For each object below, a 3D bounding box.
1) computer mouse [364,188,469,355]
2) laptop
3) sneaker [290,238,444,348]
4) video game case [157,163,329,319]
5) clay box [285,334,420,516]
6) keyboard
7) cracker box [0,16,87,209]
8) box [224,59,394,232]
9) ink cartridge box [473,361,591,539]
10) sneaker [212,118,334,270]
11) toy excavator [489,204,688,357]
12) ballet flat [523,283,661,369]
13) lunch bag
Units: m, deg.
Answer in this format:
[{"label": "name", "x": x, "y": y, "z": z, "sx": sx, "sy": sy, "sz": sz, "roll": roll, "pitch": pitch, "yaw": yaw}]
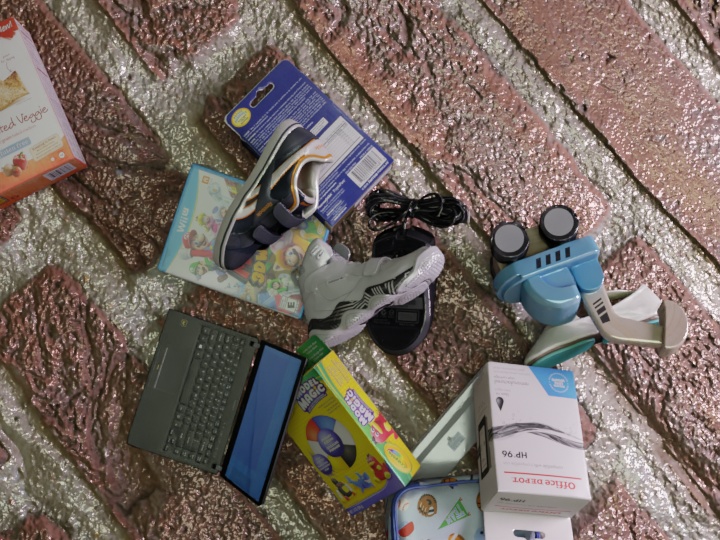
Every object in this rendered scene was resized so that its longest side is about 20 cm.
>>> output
[{"label": "computer mouse", "x": 0.062, "y": 0.005, "z": 1.011, "sx": 0.135, "sy": 0.053, "sz": 0.206, "roll": 7, "pitch": 85, "yaw": 22}, {"label": "laptop", "x": -0.179, "y": 0.161, "z": 0.977, "sx": 0.195, "sy": 0.103, "sz": 0.181, "roll": 18, "pitch": 85, "yaw": 1}, {"label": "sneaker", "x": 0.000, "y": 0.000, "z": 0.966, "sx": 0.198, "sy": 0.075, "sz": 0.117, "roll": -34, "pitch": 73, "yaw": 22}, {"label": "video game case", "x": -0.146, "y": -0.038, "z": 1.036, "sx": 0.195, "sy": 0.018, "sz": 0.146, "roll": 18, "pitch": 86, "yaw": 1}, {"label": "clay box", "x": -0.031, "y": 0.188, "z": 0.970, "sx": 0.201, "sy": 0.047, "sz": 0.115, "roll": 51, "pitch": 131, "yaw": 1}, {"label": "keyboard", "x": 0.116, "y": 0.212, "z": 1.023, "sx": 0.056, "sy": 0.011, "sz": 0.201, "roll": 42, "pitch": 87, "yaw": -2}, {"label": "cracker box", "x": -0.455, "y": -0.199, "z": 1.028, "sx": 0.132, "sy": 0.058, "sz": 0.204, "roll": -26, "pitch": 85, "yaw": -3}, {"label": "box", "x": -0.067, "y": -0.163, "z": 1.032, "sx": 0.200, "sy": 0.032, "sz": 0.121, "roll": 44, "pitch": 81, "yaw": 6}, {"label": "ink cartridge box", "x": 0.199, "y": 0.217, "z": 0.942, "sx": 0.113, "sy": 0.068, "sz": 0.204, "roll": 6, "pitch": 56, "yaw": -7}, {"label": "sneaker", "x": -0.105, "y": -0.076, "z": 0.973, "sx": 0.079, "sy": 0.078, "sz": 0.203, "roll": 34, "pitch": 103, "yaw": 15}, {"label": "toy excavator", "x": 0.265, "y": 0.028, "z": 0.963, "sx": 0.190, "sy": 0.100, "sz": 0.204, "roll": -18, "pitch": 67, "yaw": 1}, {"label": "ballet flat", "x": 0.287, "y": 0.068, "z": 1.014, "sx": 0.195, "sy": 0.069, "sz": 0.071, "roll": -18, "pitch": 86, "yaw": -6}, {"label": "lunch bag", "x": 0.127, "y": 0.329, "z": 0.962, "sx": 0.195, "sy": 0.076, "sz": 0.165, "roll": -1, "pitch": 76, "yaw": -10}]
